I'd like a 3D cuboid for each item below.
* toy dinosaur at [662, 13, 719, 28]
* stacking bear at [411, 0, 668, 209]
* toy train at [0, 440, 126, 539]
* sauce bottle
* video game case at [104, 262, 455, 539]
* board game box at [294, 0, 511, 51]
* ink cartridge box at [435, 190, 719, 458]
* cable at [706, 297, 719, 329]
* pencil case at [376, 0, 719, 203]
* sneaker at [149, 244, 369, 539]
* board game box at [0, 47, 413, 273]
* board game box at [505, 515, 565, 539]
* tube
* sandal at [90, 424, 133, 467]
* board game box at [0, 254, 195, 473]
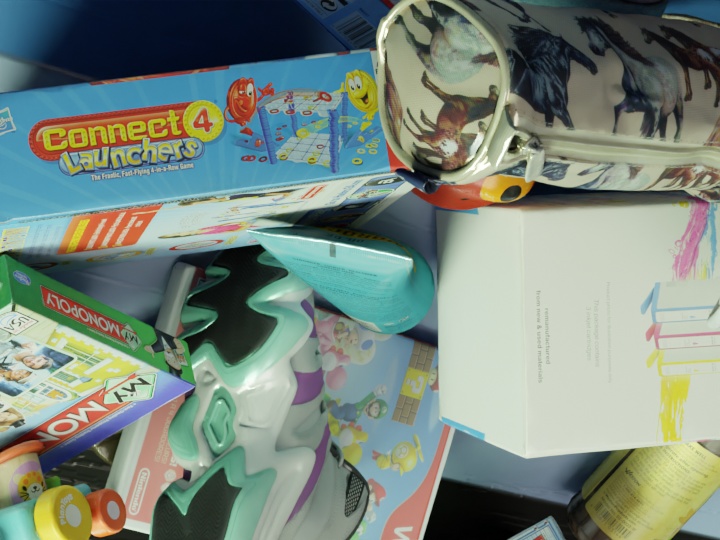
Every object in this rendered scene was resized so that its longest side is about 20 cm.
[{"bbox_3d":[0.245,-0.126,1.075,0.200,0.086,0.136,-22,140,6],"label":"toy dinosaur"},{"bbox_3d":[0.080,-0.112,1.005,0.121,0.114,0.200,-4,135,-46],"label":"stacking bear"},{"bbox_3d":[-0.217,0.130,1.037,0.200,0.056,0.150,-17,178,-19],"label":"toy train"},{"bbox_3d":[0.206,0.099,1.283,0.065,0.065,0.200,19,125,-32],"label":"sauce bottle"},{"bbox_3d":[-0.036,0.091,1.167,0.200,0.017,0.143,19,86,-33],"label":"video game case"},{"bbox_3d":[0.022,-0.174,0.888,0.151,0.037,0.200,42,142,-21],"label":"board game box"},{"bbox_3d":[0.154,0.021,1.119,0.199,0.129,0.126,-4,95,-18],"label":"ink cartridge box"},{"bbox_3d":[0.238,-0.042,0.973,0.069,0.200,0.200,35,142,6],"label":"cable"},{"bbox_3d":[0.100,-0.068,0.899,0.200,0.090,0.078,1,138,-41],"label":"pencil case"},{"bbox_3d":[-0.037,0.085,1.121,0.078,0.200,0.140,2,162,37],"label":"sneaker"},{"bbox_3d":[-0.080,-0.046,0.973,0.195,0.056,0.200,-8,175,-13],"label":"board game box"},{"bbox_3d":[0.054,0.218,1.275,0.200,0.062,0.200,-31,170,12],"label":"board game box"},{"bbox_3d":[0.000,0.000,1.052,0.077,0.051,0.200,5,175,9],"label":"tube"},{"bbox_3d":[-0.076,0.102,1.187,0.200,0.055,0.082,21,85,-33],"label":"sandal"},{"bbox_3d":[-0.198,0.070,1.022,0.200,0.029,0.135,-31,146,22],"label":"board game box"}]
